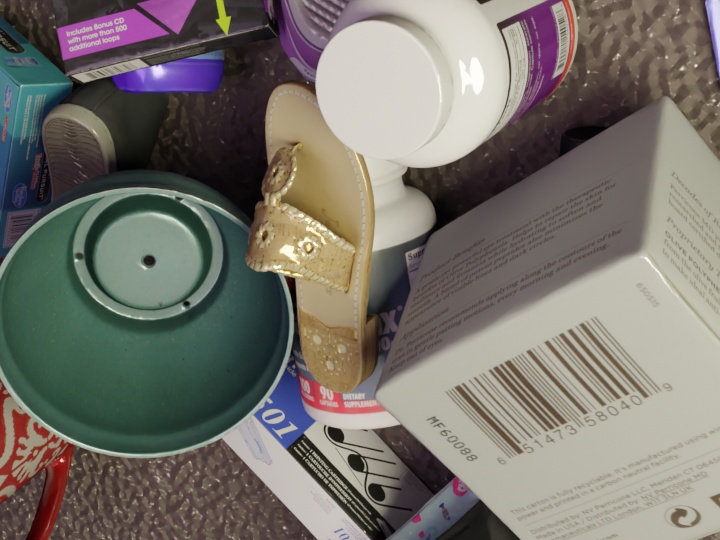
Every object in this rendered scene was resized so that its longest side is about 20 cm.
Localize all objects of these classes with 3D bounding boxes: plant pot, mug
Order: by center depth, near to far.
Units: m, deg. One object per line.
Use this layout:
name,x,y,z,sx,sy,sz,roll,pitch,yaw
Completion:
plant pot,-0.152,0.013,0.864,0.200,0.134,0.201,-3,114,-7
mug,-0.325,0.156,1.062,0.133,0.200,0.178,13,116,23

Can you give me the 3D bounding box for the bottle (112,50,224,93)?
bottle,-0.138,-0.228,0.872,0.065,0.083,0.200,14,105,51

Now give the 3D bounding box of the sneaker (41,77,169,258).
sneaker,-0.192,-0.074,0.970,0.075,0.106,0.200,23,138,9

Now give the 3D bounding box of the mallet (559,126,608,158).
mallet,0.224,-0.045,0.784,0.200,0.041,0.066,13,116,19

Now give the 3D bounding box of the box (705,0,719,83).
box,0.300,-0.144,0.698,0.200,0.041,0.119,-8,106,28

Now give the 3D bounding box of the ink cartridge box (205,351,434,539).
ink cartridge box,-0.040,0.139,0.964,0.200,0.094,0.044,46,124,5

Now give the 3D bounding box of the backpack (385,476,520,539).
backpack,0.113,0.240,0.875,0.200,0.151,0.178,27,118,-32

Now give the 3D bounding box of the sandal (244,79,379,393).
sandal,-0.037,-0.005,0.757,0.078,0.070,0.212,11,122,35

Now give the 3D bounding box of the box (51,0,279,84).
box,-0.144,-0.239,0.813,0.143,0.036,0.200,-13,85,8

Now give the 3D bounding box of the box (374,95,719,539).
box,0.156,0.047,0.747,0.199,0.171,0.200,-32,113,34

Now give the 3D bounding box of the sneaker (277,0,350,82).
sneaker,-0.039,-0.227,0.828,0.073,0.114,0.201,-3,80,-9

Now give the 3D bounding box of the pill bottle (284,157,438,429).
pill bottle,0.000,0.000,0.871,0.119,0.120,0.200,-1,109,29

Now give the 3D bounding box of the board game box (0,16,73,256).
board game box,-0.313,-0.130,0.991,0.200,0.047,0.151,41,126,34

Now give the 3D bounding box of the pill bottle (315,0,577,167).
pill bottle,0.052,-0.130,0.740,0.112,0.200,0.113,11,114,25

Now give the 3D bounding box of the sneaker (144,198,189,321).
sneaker,-0.170,0.029,1.001,0.088,0.076,0.200,12,115,24
